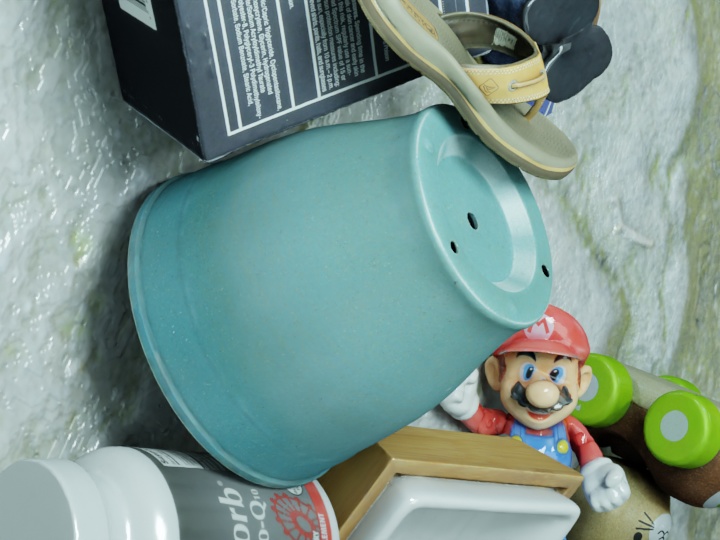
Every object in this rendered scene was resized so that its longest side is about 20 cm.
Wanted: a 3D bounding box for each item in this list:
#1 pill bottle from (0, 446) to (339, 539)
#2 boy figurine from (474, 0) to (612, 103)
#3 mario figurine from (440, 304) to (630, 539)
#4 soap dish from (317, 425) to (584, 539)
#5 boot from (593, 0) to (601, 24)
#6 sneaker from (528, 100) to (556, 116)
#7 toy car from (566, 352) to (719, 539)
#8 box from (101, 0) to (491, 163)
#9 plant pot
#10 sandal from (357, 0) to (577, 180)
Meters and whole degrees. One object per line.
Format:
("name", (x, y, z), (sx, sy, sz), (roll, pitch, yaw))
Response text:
("pill bottle", (-0.116, 0.162, 1.069), (0.199, 0.115, 0.117), (10, 89, -46))
("boy figurine", (0.071, -0.153, 1.155), (0.064, 0.200, 0.125), (-32, 117, -21))
("mario figurine", (0.122, 0.124, 1.317), (0.123, 0.106, 0.202), (-5, 103, -38))
("soap dish", (0.036, 0.175, 1.215), (0.199, 0.081, 0.158), (11, 122, -46))
("boot", (0.122, -0.219, 1.314), (0.096, 0.075, 0.202), (14, 92, -23))
("sneaker", (0.101, -0.192, 1.220), (0.115, 0.080, 0.201), (-82, 174, -68))
("toy car", (0.215, 0.182, 1.406), (0.164, 0.157, 0.202), (17, 95, -53))
("box", (-0.044, -0.198, 1.037), (0.197, 0.123, 0.202), (-22, 122, -23))
("plant pot", (0.000, 0.000, 1.062), (0.200, 0.187, 0.201), (35, 41, -39))
("sandal", (0.068, -0.118, 1.019), (0.054, 0.081, 0.200), (-38, 127, 15))
